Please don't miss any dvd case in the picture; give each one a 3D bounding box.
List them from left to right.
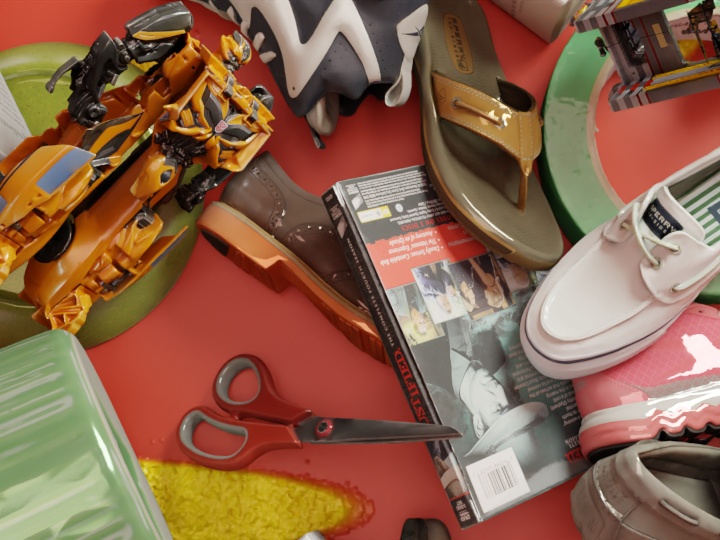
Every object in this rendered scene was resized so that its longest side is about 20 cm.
[{"bbox_3d":[0.070,0.031,0.788,0.145,0.022,0.201,-16,78,-42],"label":"dvd case"}]

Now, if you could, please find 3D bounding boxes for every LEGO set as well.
[{"bbox_3d":[0.169,-0.185,0.761,0.200,0.115,0.154,55,48,-26],"label":"LEGO set"}]

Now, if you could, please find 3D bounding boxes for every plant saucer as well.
[{"bbox_3d":[-0.198,-0.049,0.849,0.198,0.031,0.201,0,81,2],"label":"plant saucer"}]

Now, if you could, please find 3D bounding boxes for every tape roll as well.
[{"bbox_3d":[0.208,-0.081,0.831,0.199,0.048,0.202,0,81,3],"label":"tape roll"}]

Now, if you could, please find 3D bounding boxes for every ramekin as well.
[{"bbox_3d":[-0.165,0.130,0.740,0.097,0.200,0.201,-25,81,-9],"label":"ramekin"}]

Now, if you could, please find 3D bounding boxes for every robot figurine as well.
[{"bbox_3d":[-0.131,-0.054,0.768,0.200,0.145,0.058,-44,56,4],"label":"robot figurine"}]

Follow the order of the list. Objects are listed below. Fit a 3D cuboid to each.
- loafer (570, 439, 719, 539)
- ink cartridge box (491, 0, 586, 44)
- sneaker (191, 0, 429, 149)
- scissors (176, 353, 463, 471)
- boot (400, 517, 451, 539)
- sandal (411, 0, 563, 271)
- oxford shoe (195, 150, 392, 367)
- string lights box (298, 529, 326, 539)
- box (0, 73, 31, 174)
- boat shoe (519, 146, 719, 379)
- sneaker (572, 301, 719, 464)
[{"bbox_3d":[0.210,0.130,0.752,0.199,0.070,0.070,7,45,-28],"label":"loafer"},{"bbox_3d":[0.086,-0.261,0.844,0.200,0.084,0.146,38,84,6],"label":"ink cartridge box"},{"bbox_3d":[-0.051,-0.140,0.832,0.198,0.079,0.131,4,98,17],"label":"sneaker"},{"bbox_3d":[-0.030,0.096,0.772,0.199,0.014,0.073,14,67,43],"label":"scissors"},{"bbox_3d":[0.094,0.232,0.785,0.130,0.068,0.201,-10,88,-4],"label":"boot"},{"bbox_3d":[0.076,-0.095,0.807,0.080,0.054,0.201,5,61,-35],"label":"sandal"},{"bbox_3d":[0.000,0.000,0.816,0.199,0.071,0.073,34,78,7],"label":"oxford shoe"},{"bbox_3d":[-0.085,0.233,0.764,0.200,0.103,0.059,-40,82,-5],"label":"string lights box"},{"bbox_3d":[-0.319,-0.090,0.752,0.198,0.200,0.172,-32,70,5],"label":"box"},{"bbox_3d":[0.168,-0.020,0.758,0.200,0.067,0.074,-38,61,-9],"label":"boat shoe"},{"bbox_3d":[0.213,0.049,0.789,0.199,0.074,0.087,-11,70,-13],"label":"sneaker"}]
